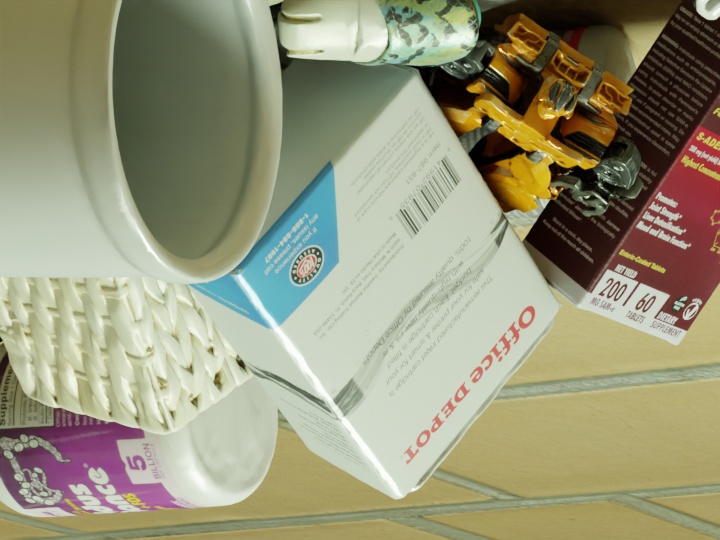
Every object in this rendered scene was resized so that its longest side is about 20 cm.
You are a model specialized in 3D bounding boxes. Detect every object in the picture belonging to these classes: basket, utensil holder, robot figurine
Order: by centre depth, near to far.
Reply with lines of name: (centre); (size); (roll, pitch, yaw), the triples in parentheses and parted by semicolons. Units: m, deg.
utensil holder: (-0.160, -0.076, 1.316); (0.199, 0.171, 0.170); (-2, 165, 24)
robot figurine: (0.075, -0.083, 1.516); (0.145, 0.058, 0.200); (33, 165, -12)
basket: (-0.128, -0.024, 1.539); (0.135, 0.123, 0.200); (11, 131, 39)

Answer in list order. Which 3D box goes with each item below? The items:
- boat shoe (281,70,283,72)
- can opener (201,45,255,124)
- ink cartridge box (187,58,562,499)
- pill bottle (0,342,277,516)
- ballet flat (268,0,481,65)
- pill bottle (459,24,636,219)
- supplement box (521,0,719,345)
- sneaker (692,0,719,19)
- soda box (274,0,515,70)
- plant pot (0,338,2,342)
boat shoe: (-0.078, -0.095, 1.580); (0.200, 0.072, 0.069); (37, 112, -10)
can opener: (-0.108, -0.135, 1.414); (0.053, 0.200, 0.067); (-27, 160, -50)
ink cartridge box: (0.000, 0.000, 1.516); (0.084, 0.145, 0.200); (24, 157, 44)
pill bottle: (-0.158, 0.088, 1.692); (0.200, 0.113, 0.112); (-6, 163, 31)
ballet flat: (-0.036, -0.137, 1.426); (0.200, 0.074, 0.074); (23, 177, 31)
pill bottle: (0.059, -0.083, 1.691); (0.199, 0.111, 0.111); (-3, 164, 18)
supplement box: (0.185, -0.065, 1.593); (0.109, 0.200, 0.061); (19, -163, -50)
sneaker: (0.151, -0.179, 1.419); (0.200, 0.075, 0.081); (10, 150, -36)
soda box: (0.009, -0.160, 1.486); (0.064, 0.068, 0.200); (14, 161, -40)
plant pot: (-0.170, -0.067, 1.704); (0.200, 0.187, 0.186); (-17, 159, 21)
